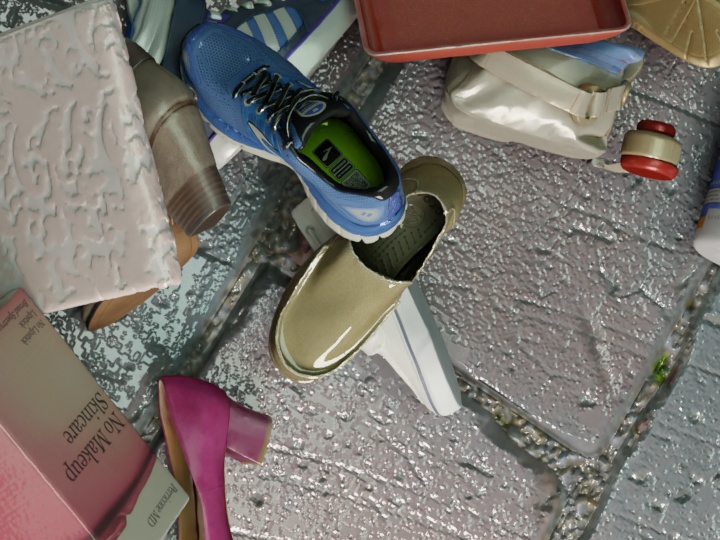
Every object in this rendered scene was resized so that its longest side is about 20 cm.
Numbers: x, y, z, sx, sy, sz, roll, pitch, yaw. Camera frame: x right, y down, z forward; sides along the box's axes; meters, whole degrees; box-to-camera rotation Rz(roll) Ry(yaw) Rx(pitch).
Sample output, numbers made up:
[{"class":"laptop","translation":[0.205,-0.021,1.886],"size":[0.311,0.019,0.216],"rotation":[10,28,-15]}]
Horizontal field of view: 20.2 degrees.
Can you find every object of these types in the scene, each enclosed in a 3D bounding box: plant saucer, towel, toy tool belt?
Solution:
[{"class":"plant saucer","translation":[0.086,-0.233,1.532],"size":[0.198,0.037,0.201],"rotation":[-6,53,-6]},{"class":"towel","translation":[-0.218,-0.072,1.421],"size":[0.032,0.190,0.201],"rotation":[-18,94,-52]},{"class":"toy tool belt","translation":[0.165,-0.154,1.568],"size":[0.199,0.125,0.124],"rotation":[15,86,-8]}]

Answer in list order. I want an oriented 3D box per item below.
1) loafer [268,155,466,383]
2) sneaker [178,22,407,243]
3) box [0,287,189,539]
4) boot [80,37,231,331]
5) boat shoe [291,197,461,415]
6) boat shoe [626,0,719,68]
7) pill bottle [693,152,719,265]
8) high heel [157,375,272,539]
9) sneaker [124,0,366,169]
[{"class":"loafer","translation":[0.000,0.000,1.481],"size":[0.076,0.067,0.200],"rotation":[36,99,0]},{"class":"sneaker","translation":[-0.043,-0.109,1.410],"size":[0.200,0.089,0.079],"rotation":[39,71,7]},{"class":"box","translation":[-0.234,0.136,1.410],"size":[0.109,0.128,0.200],"rotation":[-33,101,25]},{"class":"boot","translation":[-0.175,-0.066,1.455],"size":[0.147,0.200,0.070],"rotation":[55,36,9]},{"class":"boat shoe","translation":[0.010,0.028,1.550],"size":[0.070,0.071,0.201],"rotation":[-26,101,10]},{"class":"boat shoe","translation":[0.217,-0.230,1.622],"size":[0.200,0.069,0.071],"rotation":[37,107,4]},{"class":"pill bottle","translation":[0.349,-0.096,1.633],"size":[0.112,0.112,0.201],"rotation":[21,83,-16]},{"class":"high heel","translation":[-0.135,0.180,1.490],"size":[0.096,0.067,0.201],"rotation":[25,66,-26]},{"class":"sneaker","translation":[-0.100,-0.186,1.508],"size":[0.146,0.081,0.200],"rotation":[41,67,-2]}]
